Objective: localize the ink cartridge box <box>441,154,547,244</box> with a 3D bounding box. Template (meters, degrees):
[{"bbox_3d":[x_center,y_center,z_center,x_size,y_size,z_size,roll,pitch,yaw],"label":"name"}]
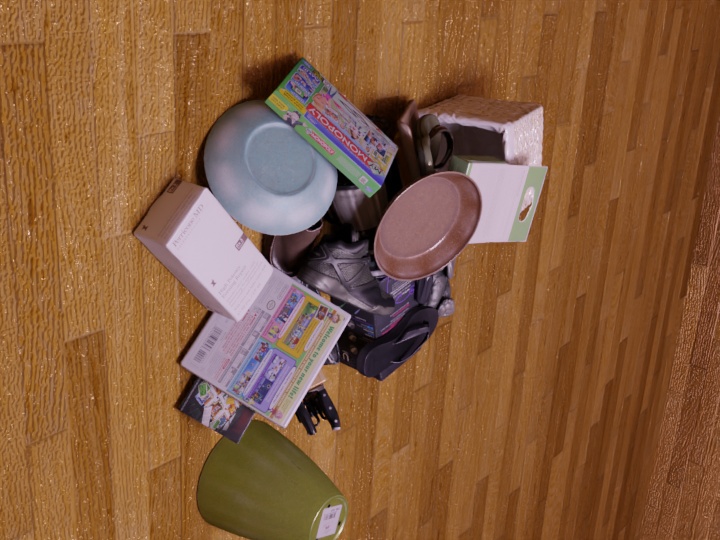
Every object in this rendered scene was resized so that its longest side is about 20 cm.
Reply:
[{"bbox_3d":[0.220,-0.119,1.533,0.200,0.048,0.146,-4,116,-41],"label":"ink cartridge box"}]

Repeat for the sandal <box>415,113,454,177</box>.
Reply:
[{"bbox_3d":[0.124,-0.198,1.461,0.201,0.057,0.080,-79,155,-62],"label":"sandal"}]

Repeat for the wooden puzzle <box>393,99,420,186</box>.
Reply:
[{"bbox_3d":[0.093,-0.183,1.535,0.200,0.037,0.185,-73,150,-68],"label":"wooden puzzle"}]

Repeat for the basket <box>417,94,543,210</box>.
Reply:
[{"bbox_3d":[0.217,-0.210,1.655,0.161,0.198,0.200,-37,131,-45],"label":"basket"}]

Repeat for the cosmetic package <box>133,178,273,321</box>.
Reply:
[{"bbox_3d":[-0.214,-0.025,1.261,0.102,0.074,0.200,-59,144,-18],"label":"cosmetic package"}]

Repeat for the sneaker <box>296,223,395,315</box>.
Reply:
[{"bbox_3d":[0.000,0.000,1.414,0.199,0.076,0.114,28,90,-39],"label":"sneaker"}]

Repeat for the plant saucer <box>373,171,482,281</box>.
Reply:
[{"bbox_3d":[0.099,-0.075,1.410,0.200,0.037,0.201,-20,135,-21],"label":"plant saucer"}]

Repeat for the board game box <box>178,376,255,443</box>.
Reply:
[{"bbox_3d":[-0.179,0.148,1.363,0.200,0.105,0.023,-60,180,-13],"label":"board game box"}]

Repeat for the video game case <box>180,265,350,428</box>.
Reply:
[{"bbox_3d":[-0.140,0.104,1.352,0.200,0.182,0.022,-59,-177,-18],"label":"video game case"}]

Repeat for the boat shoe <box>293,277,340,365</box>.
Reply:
[{"bbox_3d":[-0.070,0.080,1.486,0.074,0.068,0.200,-61,150,-52],"label":"boat shoe"}]

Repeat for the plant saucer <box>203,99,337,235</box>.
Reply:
[{"bbox_3d":[-0.117,-0.151,1.265,0.201,0.039,0.202,6,76,-25],"label":"plant saucer"}]

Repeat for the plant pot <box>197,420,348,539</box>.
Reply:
[{"bbox_3d":[-0.125,0.363,1.441,0.187,0.200,0.188,-26,124,-45],"label":"plant pot"}]

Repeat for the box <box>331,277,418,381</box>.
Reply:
[{"bbox_3d":[0.028,0.072,1.597,0.122,0.106,0.200,-33,130,-39],"label":"box"}]

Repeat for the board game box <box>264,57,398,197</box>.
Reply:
[{"bbox_3d":[-0.037,-0.210,1.310,0.200,0.029,0.135,41,32,-13],"label":"board game box"}]

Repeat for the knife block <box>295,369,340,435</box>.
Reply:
[{"bbox_3d":[-0.095,0.160,1.407,0.064,0.176,0.200,-25,129,-13],"label":"knife block"}]

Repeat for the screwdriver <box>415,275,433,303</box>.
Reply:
[{"bbox_3d":[0.119,-0.031,1.537,0.029,0.028,0.200,-36,141,-49],"label":"screwdriver"}]

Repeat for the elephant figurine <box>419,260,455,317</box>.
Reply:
[{"bbox_3d":[0.126,-0.017,1.660,0.141,0.155,0.200,-8,120,-24],"label":"elephant figurine"}]

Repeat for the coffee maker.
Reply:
[{"bbox_3d":[0.025,-0.117,1.488,0.192,0.134,0.200,-48,139,-31],"label":"coffee maker"}]

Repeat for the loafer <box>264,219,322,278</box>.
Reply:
[{"bbox_3d":[-0.096,-0.070,1.363,0.073,0.071,0.200,8,115,-18],"label":"loafer"}]

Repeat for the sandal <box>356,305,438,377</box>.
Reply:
[{"bbox_3d":[0.074,0.129,1.557,0.200,0.043,0.076,-34,131,-37],"label":"sandal"}]
